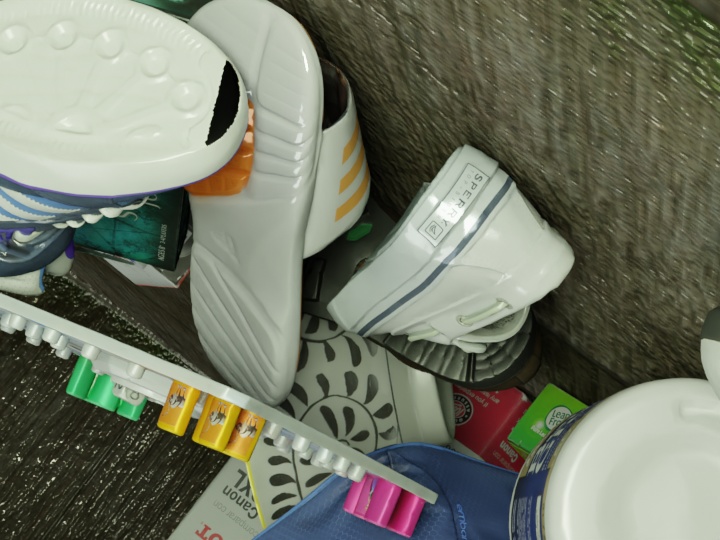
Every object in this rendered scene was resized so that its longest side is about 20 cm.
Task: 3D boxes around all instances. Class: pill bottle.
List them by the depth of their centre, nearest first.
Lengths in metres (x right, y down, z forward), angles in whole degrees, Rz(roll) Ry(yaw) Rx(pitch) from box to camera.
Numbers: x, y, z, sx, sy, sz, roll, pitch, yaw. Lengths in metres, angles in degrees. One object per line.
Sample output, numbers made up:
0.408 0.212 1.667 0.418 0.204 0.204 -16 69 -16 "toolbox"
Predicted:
0.122 0.109 0.989 0.111 0.111 0.200 38 172 2 "pill bottle"

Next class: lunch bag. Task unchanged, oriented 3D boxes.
0.050 0.185 1.127 0.199 0.136 0.133 19 -139 -43 "lunch bag"

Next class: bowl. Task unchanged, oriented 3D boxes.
-0.004 0.053 1.189 0.201 0.094 0.202 -10 -90 -82 "bowl"

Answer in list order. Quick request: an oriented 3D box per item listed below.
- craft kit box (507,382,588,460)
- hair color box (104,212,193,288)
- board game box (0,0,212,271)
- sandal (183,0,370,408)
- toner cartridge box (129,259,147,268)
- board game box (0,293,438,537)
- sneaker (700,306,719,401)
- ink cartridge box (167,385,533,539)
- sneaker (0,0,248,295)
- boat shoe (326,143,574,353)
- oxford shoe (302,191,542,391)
0.195 0.160 1.215 0.197 0.049 0.200 28 167 42 "craft kit box"
-0.135 -0.044 1.294 0.101 0.061 0.200 40 173 -10 "hair color box"
-0.135 -0.075 0.989 0.134 0.028 0.200 15 149 1 "board game box"
-0.033 -0.034 0.937 0.079 0.059 0.207 39 143 29 "sandal"
-0.145 -0.097 1.087 0.043 0.095 0.200 29 168 49 "toner cartridge box"
-0.089 0.055 0.997 0.199 0.026 0.200 19 172 29 "board game box"
0.166 0.109 0.798 0.201 0.108 0.067 42 171 -25 "sneaker"
0.003 0.136 1.362 0.145 0.200 0.083 32 171 36 "ink cartridge box"
-0.121 -0.042 0.934 0.199 0.081 0.147 4 155 19 "sneaker"
0.036 0.006 0.927 0.067 0.074 0.200 39 172 -1 "boat shoe"
0.000 0.000 1.077 0.200 0.073 0.084 37 178 22 "oxford shoe"
